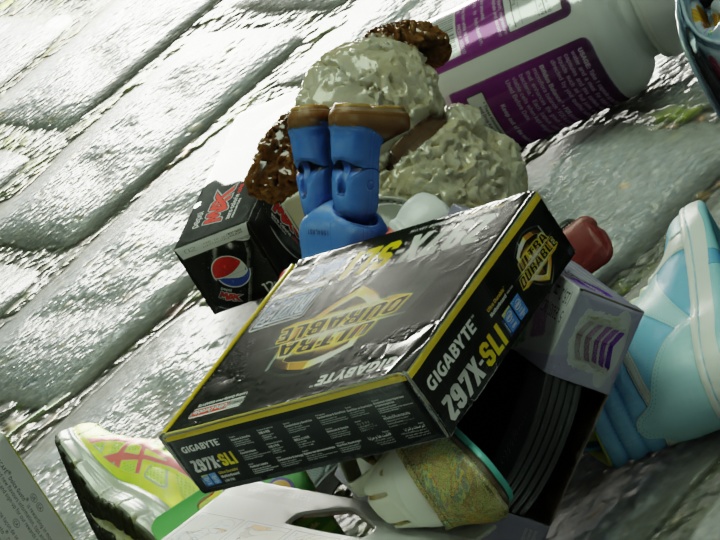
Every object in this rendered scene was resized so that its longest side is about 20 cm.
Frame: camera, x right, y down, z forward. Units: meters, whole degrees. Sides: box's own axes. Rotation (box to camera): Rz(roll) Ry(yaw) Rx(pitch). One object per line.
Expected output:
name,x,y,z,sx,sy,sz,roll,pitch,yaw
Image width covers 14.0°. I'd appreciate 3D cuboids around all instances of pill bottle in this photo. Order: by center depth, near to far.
pill bottle,0.138,-0.159,2.074,0.199,0.113,0.112,-23,25,18

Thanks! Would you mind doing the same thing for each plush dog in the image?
plush dog,0.025,-0.071,1.927,0.200,0.172,0.160,-43,8,-23

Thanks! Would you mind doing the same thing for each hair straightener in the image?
hair straightener,0.073,0.038,1.882,0.200,0.041,0.077,-42,6,-8

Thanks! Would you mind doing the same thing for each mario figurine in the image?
mario figurine,0.000,0.000,1.797,0.105,0.202,0.123,2,1,-6

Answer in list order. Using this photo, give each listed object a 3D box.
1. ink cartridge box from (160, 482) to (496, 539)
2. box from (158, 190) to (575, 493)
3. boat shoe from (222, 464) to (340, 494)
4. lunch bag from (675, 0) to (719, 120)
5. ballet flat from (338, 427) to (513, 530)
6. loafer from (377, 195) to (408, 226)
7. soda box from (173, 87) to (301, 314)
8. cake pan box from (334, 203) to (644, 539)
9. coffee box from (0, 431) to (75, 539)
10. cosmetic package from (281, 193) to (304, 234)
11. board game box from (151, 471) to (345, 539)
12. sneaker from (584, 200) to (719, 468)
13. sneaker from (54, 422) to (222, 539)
ink cartridge box,-0.049,0.181,1.575,0.199,0.045,0.176,6,27,43
box,0.004,0.040,1.605,0.199,0.049,0.160,-16,26,45
boat shoe,-0.058,0.139,1.785,0.067,0.073,0.200,-64,-1,39
lunch bag,0.275,-0.101,1.721,0.127,0.170,0.200,-41,28,-13
ballet flat,0.025,0.104,1.592,0.070,0.071,0.200,-34,22,-5
loafer,0.070,0.000,1.805,0.199,0.070,0.070,27,72,32
soda box,-0.073,-0.055,2.191,0.070,0.064,0.200,-20,27,25
cake pan box,0.071,0.075,1.668,0.185,0.052,0.200,-68,25,9
coffee box,-0.273,0.225,1.721,0.199,0.201,0.198,1,39,51
cosmetic package,0.015,-0.091,2.139,0.103,0.073,0.200,-22,25,23
board game box,-0.041,0.185,1.642,0.095,0.030,0.200,-33,49,-2
sneaker,0.162,0.038,1.705,0.130,0.080,0.200,-24,24,15
sneaker,-0.130,0.139,1.885,0.090,0.079,0.200,-30,28,-16
